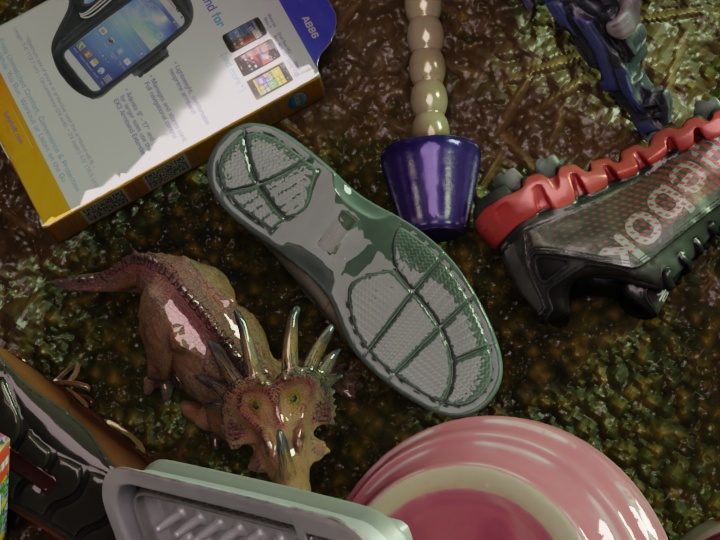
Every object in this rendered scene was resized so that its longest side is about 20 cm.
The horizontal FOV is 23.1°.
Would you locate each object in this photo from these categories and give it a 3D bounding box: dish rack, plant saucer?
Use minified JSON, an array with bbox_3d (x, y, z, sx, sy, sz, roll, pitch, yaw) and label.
[{"bbox_3d":[-0.029,0.167,0.830,0.043,0.199,0.173,-36,119,-39],"label":"dish rack"},{"bbox_3d":[0.059,0.173,0.870,0.199,0.051,0.203,-4,81,28],"label":"plant saucer"}]

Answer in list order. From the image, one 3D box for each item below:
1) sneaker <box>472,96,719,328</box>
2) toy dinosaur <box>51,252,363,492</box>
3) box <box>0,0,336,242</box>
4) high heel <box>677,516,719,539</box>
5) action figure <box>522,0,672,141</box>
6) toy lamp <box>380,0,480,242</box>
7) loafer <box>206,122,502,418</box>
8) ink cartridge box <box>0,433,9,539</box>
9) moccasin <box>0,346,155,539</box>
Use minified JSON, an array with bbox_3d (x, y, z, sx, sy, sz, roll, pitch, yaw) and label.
[{"bbox_3d":[0.165,-0.029,0.936,0.199,0.071,0.099,-21,76,1],"label":"sneaker"},{"bbox_3d":[-0.074,0.038,0.903,0.200,0.136,0.086,40,82,12],"label":"toy dinosaur"},{"bbox_3d":[-0.113,-0.117,0.991,0.199,0.042,0.120,-28,77,-5],"label":"box"},{"bbox_3d":[0.176,0.181,0.896,0.198,0.067,0.097,-20,83,7],"label":"high heel"},{"bbox_3d":[0.149,-0.177,0.939,0.192,0.201,0.105,-6,38,41],"label":"action figure"},{"bbox_3d":[0.036,-0.116,0.973,0.058,0.058,0.202,-3,74,3],"label":"toy lamp"},{"bbox_3d":[0.000,0.000,0.949,0.072,0.063,0.200,-44,82,-7],"label":"loafer"},{"bbox_3d":[-0.230,0.094,0.870,0.108,0.201,0.051,26,49,9],"label":"ink cartridge box"},{"bbox_3d":[-0.168,0.088,0.935,0.200,0.078,0.074,29,96,6],"label":"moccasin"}]
